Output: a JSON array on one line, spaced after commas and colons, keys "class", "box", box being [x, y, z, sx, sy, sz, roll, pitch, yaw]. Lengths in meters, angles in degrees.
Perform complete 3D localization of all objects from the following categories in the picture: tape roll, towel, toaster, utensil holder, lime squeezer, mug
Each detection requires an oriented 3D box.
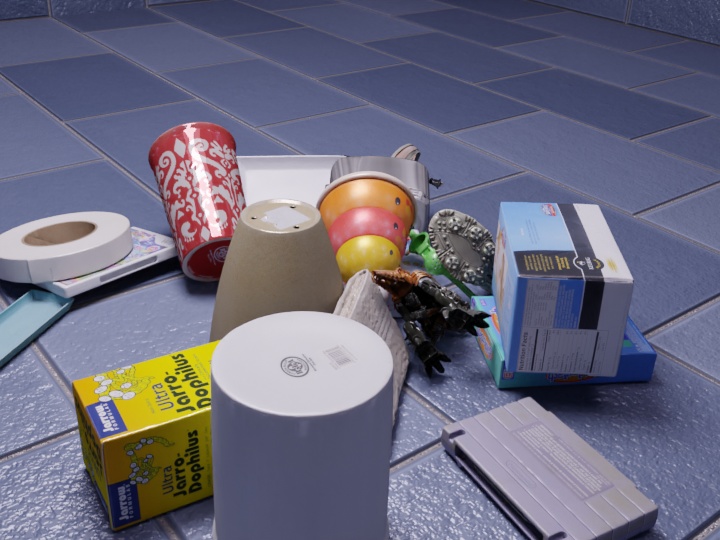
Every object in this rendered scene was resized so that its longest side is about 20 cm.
[{"class": "tape roll", "box": [-0.430, -0.037, 1.216, 0.200, 0.038, 0.203, -4, 21, 2]}, {"class": "towel", "box": [0.009, 0.098, 0.958, 0.034, 0.134, 0.200, -18, 21, 20]}, {"class": "toaster", "box": [0.039, -0.110, 1.360, 0.197, 0.115, 0.130, 4, 32, -2]}, {"class": "utensil holder", "box": [-0.053, 0.162, 0.753, 0.167, 0.202, 0.171, 1, 28, -1]}, {"class": "lime squeezer", "box": [0.103, -0.025, 1.199, 0.070, 0.038, 0.200, 6, 35, -51]}, {"class": "mug", "box": [-0.213, -0.091, 1.244, 0.177, 0.133, 0.202, 26, 37, -51]}]

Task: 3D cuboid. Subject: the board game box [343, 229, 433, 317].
[{"class": "board game box", "box": [0.000, 0.000, 1.223, 0.197, 0.042, 0.200, 0, 29, -5]}]

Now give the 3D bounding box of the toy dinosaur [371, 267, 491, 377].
[{"class": "toy dinosaur", "box": [0.077, 0.049, 1.052, 0.198, 0.103, 0.136, 6, 35, -35]}]

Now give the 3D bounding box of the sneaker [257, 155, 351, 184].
[{"class": "sneaker", "box": [-0.104, -0.162, 1.508, 0.197, 0.071, 0.093, -11, 4, -7]}]

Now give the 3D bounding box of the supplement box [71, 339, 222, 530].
[{"class": "supplement box", "box": [-0.174, 0.155, 0.852, 0.198, 0.111, 0.109, -15, 32, -28]}]

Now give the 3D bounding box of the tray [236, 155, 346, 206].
[{"class": "tray", "box": [-0.118, -0.141, 1.440, 0.197, 0.109, 0.022, -1, -11, -8]}]

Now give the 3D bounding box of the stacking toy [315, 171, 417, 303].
[{"class": "stacking toy", "box": [0.012, -0.018, 1.122, 0.144, 0.147, 0.202, 0, 48, -4]}]

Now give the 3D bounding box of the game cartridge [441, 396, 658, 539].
[{"class": "game cartridge", "box": [0.189, 0.210, 0.864, 0.128, 0.039, 0.200, -9, 30, -28]}]

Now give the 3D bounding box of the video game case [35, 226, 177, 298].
[{"class": "video game case", "box": [-0.375, -0.016, 1.226, 0.142, 0.018, 0.199, 14, 29, 41]}]

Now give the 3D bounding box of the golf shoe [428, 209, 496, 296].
[{"class": "golf shoe", "box": [0.165, -0.015, 1.174, 0.200, 0.078, 0.097, 41, 8, -17]}]

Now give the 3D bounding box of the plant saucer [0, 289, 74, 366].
[{"class": "plant saucer", "box": [-0.445, 0.082, 1.062, 0.069, 0.019, 0.200, 10, 30, 13]}]

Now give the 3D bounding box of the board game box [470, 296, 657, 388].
[{"class": "board game box", "box": [0.253, 0.085, 1.084, 0.197, 0.046, 0.153, -1, 29, -7]}]

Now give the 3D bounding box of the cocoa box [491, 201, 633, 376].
[{"class": "cocoa box", "box": [0.234, 0.017, 1.019, 0.129, 0.135, 0.201, 2, 29, 2]}]

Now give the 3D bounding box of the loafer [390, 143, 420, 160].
[{"class": "loafer", "box": [0.064, -0.162, 1.515, 0.062, 0.072, 0.200, 30, 42, 14]}]

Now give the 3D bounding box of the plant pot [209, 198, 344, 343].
[{"class": "plant pot", "box": [-0.093, 0.025, 1.003, 0.185, 0.202, 0.188, 2, 28, -1]}]
